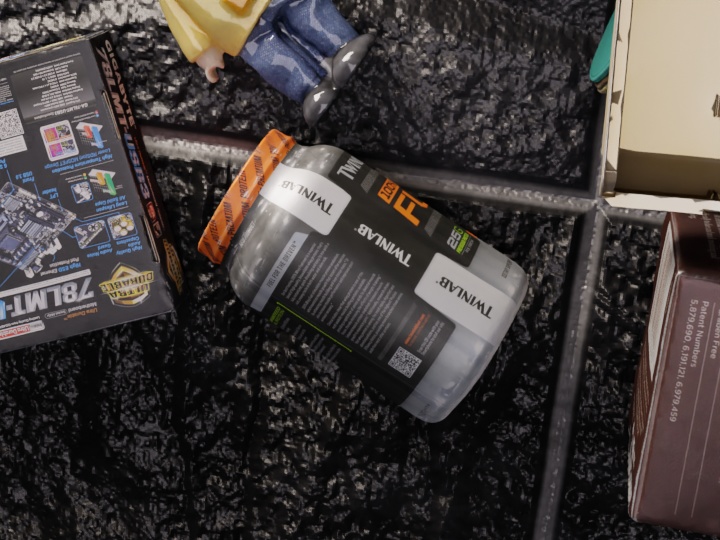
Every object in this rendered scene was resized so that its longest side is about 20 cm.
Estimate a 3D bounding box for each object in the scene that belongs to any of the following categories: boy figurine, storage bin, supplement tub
[{"bbox_3d":[-0.082,-0.189,1.011,0.200,0.064,0.124,40,111,-7],"label":"boy figurine"},{"bbox_3d":[0.242,-0.127,0.878,0.198,0.094,0.200,5,98,6],"label":"storage bin"},{"bbox_3d":[0.000,0.000,1.020,0.199,0.123,0.123,33,109,-2],"label":"supplement tub"}]

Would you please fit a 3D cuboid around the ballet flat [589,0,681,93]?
[{"bbox_3d":[0.210,-0.194,0.959,0.070,0.071,0.201,23,109,3],"label":"ballet flat"}]

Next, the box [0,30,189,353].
[{"bbox_3d":[-0.243,-0.047,1.088,0.198,0.050,0.200,-14,104,13],"label":"box"}]

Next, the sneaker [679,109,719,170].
[{"bbox_3d":[0.295,-0.122,0.962,0.197,0.081,0.116,-2,102,4],"label":"sneaker"}]

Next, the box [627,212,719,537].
[{"bbox_3d":[0.278,0.070,0.969,0.198,0.166,0.166,10,107,8],"label":"box"}]
